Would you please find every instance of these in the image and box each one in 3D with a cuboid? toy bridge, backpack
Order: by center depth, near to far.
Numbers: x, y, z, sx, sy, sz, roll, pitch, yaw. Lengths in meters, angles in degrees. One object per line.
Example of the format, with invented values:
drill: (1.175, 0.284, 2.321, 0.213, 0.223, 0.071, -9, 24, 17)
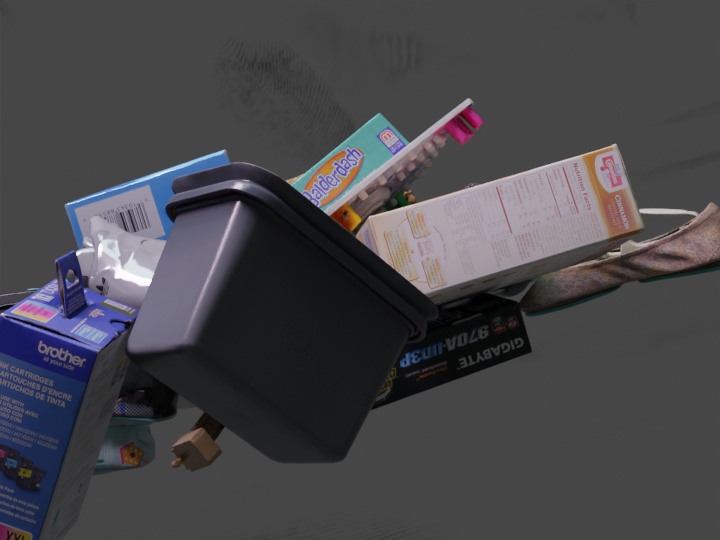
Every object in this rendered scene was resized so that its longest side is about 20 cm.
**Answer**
toy bridge: (-0.083, 0.091, 1.304, 0.200, 0.027, 0.067, -44, 10, -35)
backpack: (-0.252, 0.087, 1.366, 0.199, 0.154, 0.176, 8, 5, -10)

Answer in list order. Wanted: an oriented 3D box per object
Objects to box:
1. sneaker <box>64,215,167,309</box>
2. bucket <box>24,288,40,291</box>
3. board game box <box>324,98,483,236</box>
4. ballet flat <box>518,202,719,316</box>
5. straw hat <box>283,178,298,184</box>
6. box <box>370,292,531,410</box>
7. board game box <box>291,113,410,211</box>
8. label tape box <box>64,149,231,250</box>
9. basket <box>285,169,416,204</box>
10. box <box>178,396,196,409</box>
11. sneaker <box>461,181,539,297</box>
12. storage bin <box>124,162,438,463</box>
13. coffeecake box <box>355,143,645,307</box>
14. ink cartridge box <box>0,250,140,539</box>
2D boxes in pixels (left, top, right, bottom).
sneaker: (-0.157, -0.003, 1.299, 0.115, 0.075, 0.200, 21, 16, 9)
bucket: (-0.280, 0.080, 1.611, 0.206, 0.135, 0.207, -16, 6, 2)
board game box: (0.004, -0.043, 1.413, 0.200, 0.026, 0.200, -40, -7, -32)
ballet flat: (0.226, -0.015, 1.435, 0.199, 0.067, 0.068, -16, 7, 14)
straw hat: (-0.096, -0.004, 1.649, 0.200, 0.085, 0.201, -20, 26, 10)
box: (0.038, 0.062, 1.371, 0.158, 0.046, 0.200, -19, 7, -11)
board game box: (-0.046, -0.040, 1.453, 0.152, 0.045, 0.200, -41, -6, -26)
label tape box: (-0.170, -0.030, 1.447, 0.143, 0.066, 0.200, -19, -13, -5)
basket: (-0.042, -0.034, 1.803, 0.199, 0.143, 0.149, -20, -4, -12)
box: (-0.115, 0.083, 1.594, 0.041, 0.039, 0.200, -11, 9, 36)
sneaker: (0.135, -0.021, 1.469, 0.078, 0.086, 0.200, -55, 17, 12)
storage bin: (-0.070, 0.041, 1.156, 0.145, 0.200, 0.135, -8, 50, 50)
coffeecake box: (0.102, -0.024, 1.292, 0.199, 0.073, 0.154, -16, -6, -8)
ink cartridge box: (-0.213, 0.090, 1.126, 0.076, 0.201, 0.136, 21, 10, 1)
